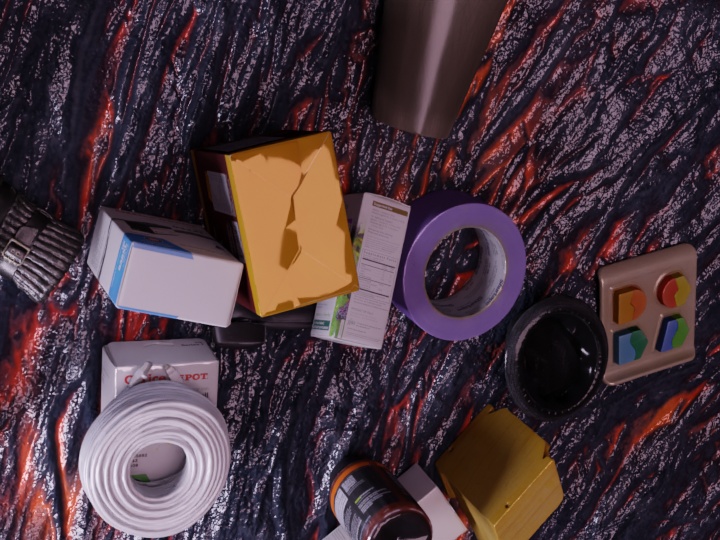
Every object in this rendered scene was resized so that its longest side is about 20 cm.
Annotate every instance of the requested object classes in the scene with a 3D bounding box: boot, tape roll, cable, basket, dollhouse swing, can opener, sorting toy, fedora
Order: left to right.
[{"bbox_3d":[-0.455,-0.004,1.448,0.212,0.079,0.158,-48,118,-3],"label":"boot"},{"bbox_3d":[-0.260,0.244,1.523,0.200,0.069,0.200,-46,118,-4],"label":"cable"},{"bbox_3d":[-0.122,0.067,1.632,0.197,0.063,0.080,-2,81,-33],"label":"can opener"},{"bbox_3d":[0.090,-0.288,1.568,0.178,0.136,0.203,7,107,-31],"label":"basket"},{"bbox_3d":[0.133,-0.008,1.701,0.197,0.085,0.203,-7,109,-22],"label":"tape roll"},{"bbox_3d":[0.235,0.349,1.795,0.182,0.200,0.176,-46,117,-3],"label":"dollhouse swing"},{"bbox_3d":[0.282,0.125,1.804,0.198,0.092,0.204,-7,110,-21],"label":"fedora"},{"bbox_3d":[0.465,0.073,1.899,0.182,0.036,0.203,-15,112,-19],"label":"sorting toy"}]

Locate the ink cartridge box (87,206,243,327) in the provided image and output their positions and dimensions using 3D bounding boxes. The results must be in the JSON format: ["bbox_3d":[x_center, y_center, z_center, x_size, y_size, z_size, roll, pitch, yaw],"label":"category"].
[{"bbox_3d":[-0.246,-0.008,1.470,0.143,0.200,0.085,11,101,-25],"label":"ink cartridge box"}]

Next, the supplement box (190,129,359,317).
[{"bbox_3d":[-0.111,-0.066,1.493,0.131,0.200,0.200,-15,102,-19],"label":"supplement box"}]

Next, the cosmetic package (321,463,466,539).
[{"bbox_3d":[0.048,0.405,1.797,0.199,0.085,0.108,-37,118,-9],"label":"cosmetic package"}]

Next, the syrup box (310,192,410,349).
[{"bbox_3d":[0.000,0.000,1.619,0.080,0.078,0.203,14,84,-27],"label":"syrup box"}]

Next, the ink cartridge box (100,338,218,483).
[{"bbox_3d":[-0.272,0.202,1.592,0.143,0.084,0.203,-2,107,-23],"label":"ink cartridge box"}]

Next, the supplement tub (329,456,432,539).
[{"bbox_3d":[0.020,0.341,1.699,0.105,0.200,0.109,-7,110,-20],"label":"supplement tub"}]
